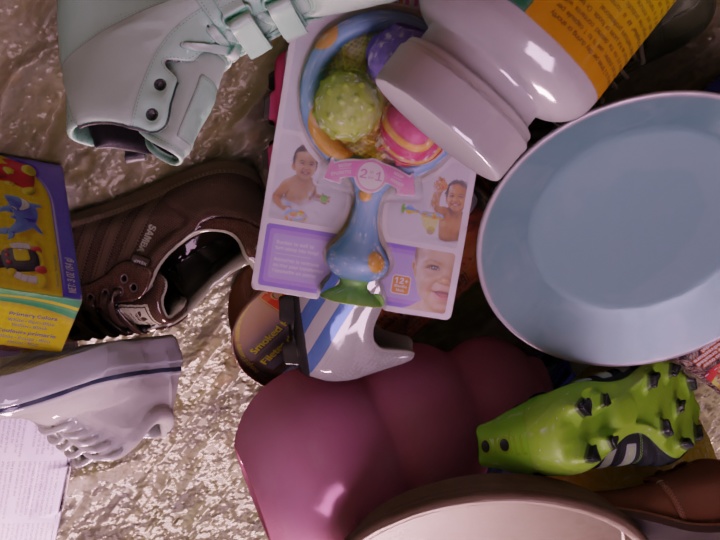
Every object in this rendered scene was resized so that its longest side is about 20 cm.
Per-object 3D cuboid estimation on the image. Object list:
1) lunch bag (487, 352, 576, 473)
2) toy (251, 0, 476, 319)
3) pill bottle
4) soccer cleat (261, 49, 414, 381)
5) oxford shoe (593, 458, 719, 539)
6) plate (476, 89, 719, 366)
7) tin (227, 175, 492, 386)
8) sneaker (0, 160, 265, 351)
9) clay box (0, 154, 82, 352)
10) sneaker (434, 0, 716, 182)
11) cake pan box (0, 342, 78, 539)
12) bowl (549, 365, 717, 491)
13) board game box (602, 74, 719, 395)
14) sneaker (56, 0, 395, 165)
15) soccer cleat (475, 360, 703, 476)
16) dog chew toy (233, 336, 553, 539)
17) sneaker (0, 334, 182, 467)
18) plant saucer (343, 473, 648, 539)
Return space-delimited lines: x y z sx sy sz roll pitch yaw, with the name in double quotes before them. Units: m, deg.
"lunch bag" 0.076 0.161 1.481 0.199 0.128 0.171 -32 137 -8
"toy" 0.012 -0.076 1.191 0.114 0.047 0.202 9 101 -4
"pill bottle" 0.100 -0.149 1.131 0.200 0.113 0.113 -51 131 -4
"soccer cleat" -0.008 -0.033 1.266 0.085 0.070 0.202 -4 112 4
"oxford shoe" 0.193 0.150 1.358 0.198 0.072 0.072 4 142 -8
"plate" 0.161 -0.026 1.250 0.198 0.026 0.201 -6 131 -7
"tin" 0.000 0.000 1.356 0.112 0.042 0.200 26 123 -39
"sneaker" -0.143 0.005 1.293 0.199 0.076 0.071 -29 134 12
"clay box" -0.258 -0.022 1.207 0.198 0.115 0.048 10 130 -25
"sneaker" 0.117 -0.104 1.247 0.199 0.090 0.067 -20 135 4
"cake pan box" -0.278 0.124 1.392 0.182 0.053 0.201 2 133 -15
"bowl" 0.187 0.169 1.444 0.107 0.201 0.201 17 148 32
"board game box" 0.254 -0.014 1.369 0.159 0.097 0.200 -37 132 21
"sneaker" -0.062 -0.111 1.139 0.198 0.119 0.074 -6 161 14
"soccer cleat" 0.142 0.090 1.327 0.080 0.068 0.199 -9 176 34
"dog chew toy" 0.025 0.101 1.359 0.198 0.125 0.125 -22 136 -7
"sneaker" -0.159 0.079 1.280 0.072 0.072 0.200 -8 179 27
"plant saucer" 0.077 0.176 1.308 0.198 0.030 0.201 -1 143 -1
